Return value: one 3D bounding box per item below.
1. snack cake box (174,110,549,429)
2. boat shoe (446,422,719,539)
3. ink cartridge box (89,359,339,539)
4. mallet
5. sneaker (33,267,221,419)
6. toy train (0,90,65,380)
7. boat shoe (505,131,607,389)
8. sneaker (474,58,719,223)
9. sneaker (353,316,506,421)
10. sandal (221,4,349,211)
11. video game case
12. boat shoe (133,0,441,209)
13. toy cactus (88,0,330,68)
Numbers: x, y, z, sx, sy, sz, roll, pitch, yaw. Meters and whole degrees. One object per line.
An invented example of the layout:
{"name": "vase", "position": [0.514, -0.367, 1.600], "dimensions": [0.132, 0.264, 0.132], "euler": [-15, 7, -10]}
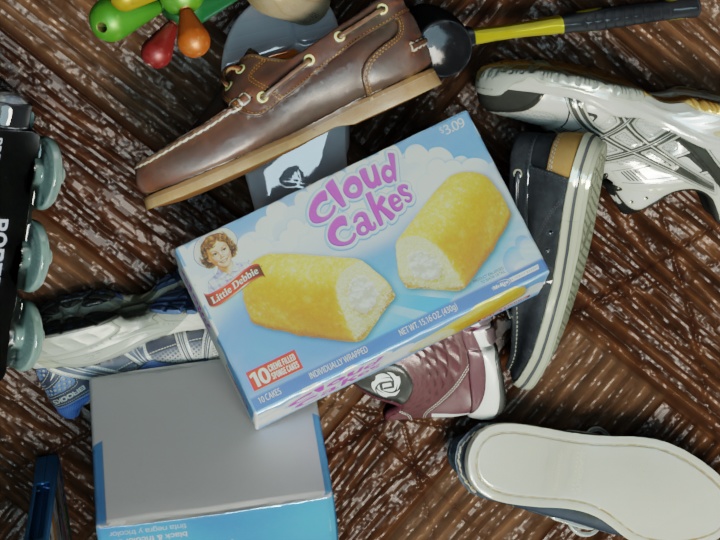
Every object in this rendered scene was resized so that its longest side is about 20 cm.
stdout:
{"name": "snack cake box", "position": [0.000, 0.000, 1.360], "dimensions": [0.199, 0.067, 0.116], "euler": [-26, 80, -7]}
{"name": "boat shoe", "position": [0.155, 0.144, 1.510], "dimensions": [0.199, 0.062, 0.075], "euler": [8, 89, -16]}
{"name": "ink cartridge box", "position": [-0.088, 0.180, 1.428], "dimensions": [0.145, 0.147, 0.201], "euler": [-7, 126, -4]}
{"name": "mallet", "position": [0.119, -0.160, 1.442], "dimensions": [0.199, 0.066, 0.041], "euler": [-11, 108, -17]}
{"name": "sneaker", "position": [-0.119, 0.050, 1.465], "dimensions": [0.199, 0.077, 0.086], "euler": [-9, 116, 5]}
{"name": "toy train", "position": [-0.247, -0.019, 1.406], "dimensions": [0.085, 0.114, 0.201], "euler": [1, 105, -34]}
{"name": "boat shoe", "position": [0.113, -0.009, 1.446], "dimensions": [0.062, 0.075, 0.201], "euler": [15, 131, 11]}
{"name": "sneaker", "position": [0.165, -0.081, 1.443], "dimensions": [0.199, 0.076, 0.088], "euler": [12, 104, -8]}
{"name": "sneaker", "position": [0.025, 0.013, 1.460], "dimensions": [0.115, 0.076, 0.201], "euler": [-10, 107, 1]}
{"name": "sandal", "position": [-0.044, -0.074, 1.432], "dimensions": [0.079, 0.059, 0.208], "euler": [-6, 92, -3]}
{"name": "video game case", "position": [-0.196, 0.220, 1.431], "dimensions": [0.018, 0.200, 0.144], "euler": [-8, 106, -2]}
{"name": "boat shoe", "position": [-0.052, -0.104, 1.366], "dimensions": [0.199, 0.070, 0.071], "euler": [-26, 97, -7]}
{"name": "toy cactus", "position": [-0.058, -0.179, 1.322], "dimensions": [0.200, 0.165, 0.103], "euler": [-40, 66, 12]}
